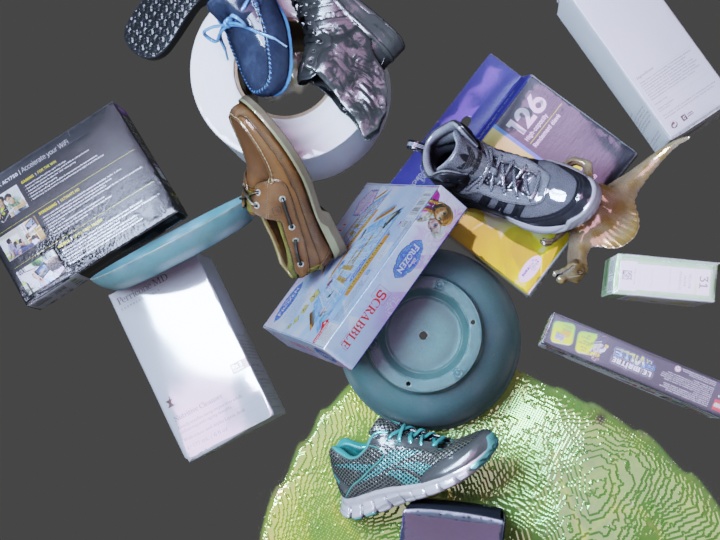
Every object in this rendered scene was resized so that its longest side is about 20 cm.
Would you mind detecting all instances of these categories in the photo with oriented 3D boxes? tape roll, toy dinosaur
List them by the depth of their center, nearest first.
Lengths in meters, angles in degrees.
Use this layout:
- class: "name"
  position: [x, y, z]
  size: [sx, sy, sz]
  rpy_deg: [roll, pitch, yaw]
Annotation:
- class: "toy dinosaur"
  position: [0.250, -0.070, 1.457]
  size: [0.101, 0.058, 0.200]
  rpy_deg: [36, 83, 25]
- class: "tape roll"
  position: [-0.071, -0.203, 1.513]
  size: [0.202, 0.139, 0.203]
  rpy_deg: [-1, 84, 5]

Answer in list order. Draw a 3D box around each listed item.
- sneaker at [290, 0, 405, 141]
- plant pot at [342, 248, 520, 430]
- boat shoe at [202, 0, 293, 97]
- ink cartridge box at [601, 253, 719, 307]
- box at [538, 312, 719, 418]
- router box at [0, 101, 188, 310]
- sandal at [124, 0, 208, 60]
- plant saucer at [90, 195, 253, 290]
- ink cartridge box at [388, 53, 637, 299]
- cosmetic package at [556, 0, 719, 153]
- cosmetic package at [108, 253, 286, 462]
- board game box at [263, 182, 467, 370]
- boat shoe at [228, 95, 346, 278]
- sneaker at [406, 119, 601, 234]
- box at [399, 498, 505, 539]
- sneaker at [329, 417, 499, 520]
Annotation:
- class: "sneaker"
  position: [-0.036, -0.229, 1.412]
  size: [0.200, 0.060, 0.104]
  rpy_deg: [40, 85, 4]
- class: "plant pot"
  position: [0.069, 0.070, 1.479]
  size: [0.200, 0.134, 0.201]
  rpy_deg: [0, 85, 5]
- class: "boat shoe"
  position: [-0.129, -0.265, 1.412]
  size: [0.084, 0.069, 0.200]
  rpy_deg: [-33, 70, 38]
- class: "ink cartridge box"
  position: [0.355, 0.013, 1.451]
  size: [0.200, 0.146, 0.048]
  rpy_deg: [6, 88, 5]
- class: "box"
  position: [0.285, 0.100, 1.468]
  size: [0.200, 0.110, 0.035]
  rpy_deg: [23, 87, 6]
- class: "router box"
  position: [-0.315, -0.071, 1.567]
  size: [0.200, 0.051, 0.149]
  rpy_deg: [-32, 81, 2]
- class: "sandal"
  position: [-0.190, -0.323, 1.587]
  size: [0.200, 0.048, 0.075]
  rpy_deg: [-45, 84, 13]
- class: "plant saucer"
  position: [-0.189, -0.028, 1.483]
  size: [0.200, 0.200, 0.027]
  rpy_deg: [-28, 97, 2]
- class: "ink cartridge box"
  position: [0.163, -0.107, 1.530]
  size: [0.200, 0.047, 0.198]
  rpy_deg: [37, 88, 6]
- class: "cosmetic package"
  position: [0.298, -0.231, 1.498]
  size: [0.085, 0.108, 0.200]
  rpy_deg: [-33, 84, 2]
- class: "cosmetic package"
  position: [-0.176, 0.092, 1.526]
  size: [0.113, 0.081, 0.200]
  rpy_deg: [-29, 84, 4]
- class: "board game box"
  position: [0.000, 0.000, 1.449]
  size: [0.041, 0.199, 0.200]
  rpy_deg: [39, 81, -19]
- class: "boat shoe"
  position: [-0.085, -0.077, 1.404]
  size: [0.068, 0.072, 0.200]
  rpy_deg: [-34, 116, -9]
- class: "sneaker"
  position: [0.138, -0.095, 1.421]
  size: [0.200, 0.114, 0.076]
  rpy_deg: [15, 82, 38]
- class: "box"
  position: [0.088, 0.341, 1.446]
  size: [0.104, 0.148, 0.200]
  rpy_deg: [6, 84, 6]
- class: "sneaker"
  position: [0.047, 0.192, 1.464]
  size: [0.200, 0.078, 0.091]
  rpy_deg: [-24, 92, 27]
